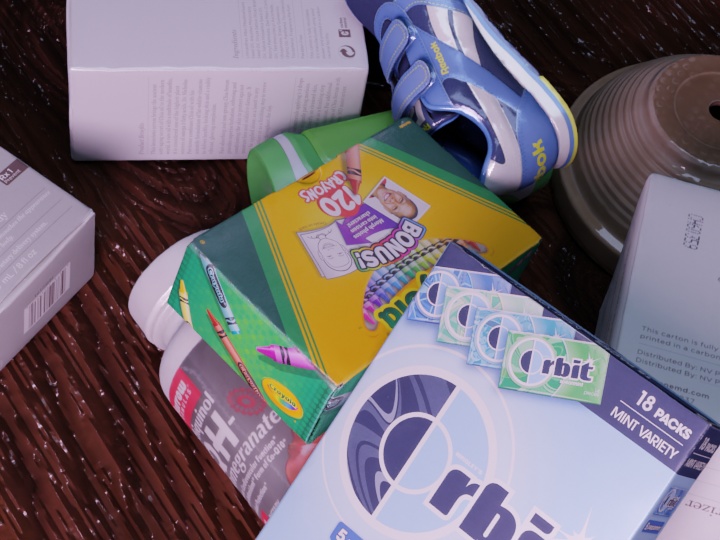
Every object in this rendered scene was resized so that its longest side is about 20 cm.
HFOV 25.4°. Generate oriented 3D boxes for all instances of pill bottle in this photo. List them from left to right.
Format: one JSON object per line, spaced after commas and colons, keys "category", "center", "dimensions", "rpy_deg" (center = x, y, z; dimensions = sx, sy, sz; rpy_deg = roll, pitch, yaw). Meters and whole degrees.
{"category": "pill bottle", "center": [-0.052, 0.072, 0.967], "dimensions": [0.110, 0.111, 0.200], "rpy_deg": [-31, 66, -24]}

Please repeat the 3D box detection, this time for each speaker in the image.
{"category": "speaker", "center": [0.028, -0.069, 1.084], "dimensions": [0.199, 0.089, 0.089], "rpy_deg": [-15, 61, -16]}

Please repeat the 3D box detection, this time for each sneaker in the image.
{"category": "sneaker", "center": [0.049, -0.127, 1.029], "dimensions": [0.082, 0.074, 0.200], "rpy_deg": [-37, 73, -22]}

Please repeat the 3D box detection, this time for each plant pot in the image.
{"category": "plant pot", "center": [0.239, -0.083, 1.118], "dimensions": [0.199, 0.093, 0.202], "rpy_deg": [4, 58, -6]}

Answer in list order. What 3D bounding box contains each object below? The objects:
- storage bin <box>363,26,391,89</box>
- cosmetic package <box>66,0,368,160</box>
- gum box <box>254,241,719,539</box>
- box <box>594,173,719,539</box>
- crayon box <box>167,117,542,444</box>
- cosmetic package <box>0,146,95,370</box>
{"category": "storage bin", "center": [-0.039, -0.221, 1.139], "dimensions": [0.198, 0.136, 0.094], "rpy_deg": [11, 57, -1]}
{"category": "cosmetic package", "center": [-0.100, -0.132, 1.096], "dimensions": [0.198, 0.102, 0.072], "rpy_deg": [-1, 57, -10]}
{"category": "gum box", "center": [0.062, 0.115, 0.824], "dimensions": [0.170, 0.044, 0.201], "rpy_deg": [36, 97, 28]}
{"category": "box", "center": [0.233, 0.074, 0.926], "dimensions": [0.197, 0.131, 0.201], "rpy_deg": [15, 46, 6]}
{"category": "crayon box", "center": [0.000, 0.000, 0.934], "dimensions": [0.119, 0.058, 0.200], "rpy_deg": [43, 47, 15]}
{"category": "cosmetic package", "center": [-0.277, -0.037, 1.020], "dimensions": [0.199, 0.090, 0.107], "rpy_deg": [33, 59, 9]}
